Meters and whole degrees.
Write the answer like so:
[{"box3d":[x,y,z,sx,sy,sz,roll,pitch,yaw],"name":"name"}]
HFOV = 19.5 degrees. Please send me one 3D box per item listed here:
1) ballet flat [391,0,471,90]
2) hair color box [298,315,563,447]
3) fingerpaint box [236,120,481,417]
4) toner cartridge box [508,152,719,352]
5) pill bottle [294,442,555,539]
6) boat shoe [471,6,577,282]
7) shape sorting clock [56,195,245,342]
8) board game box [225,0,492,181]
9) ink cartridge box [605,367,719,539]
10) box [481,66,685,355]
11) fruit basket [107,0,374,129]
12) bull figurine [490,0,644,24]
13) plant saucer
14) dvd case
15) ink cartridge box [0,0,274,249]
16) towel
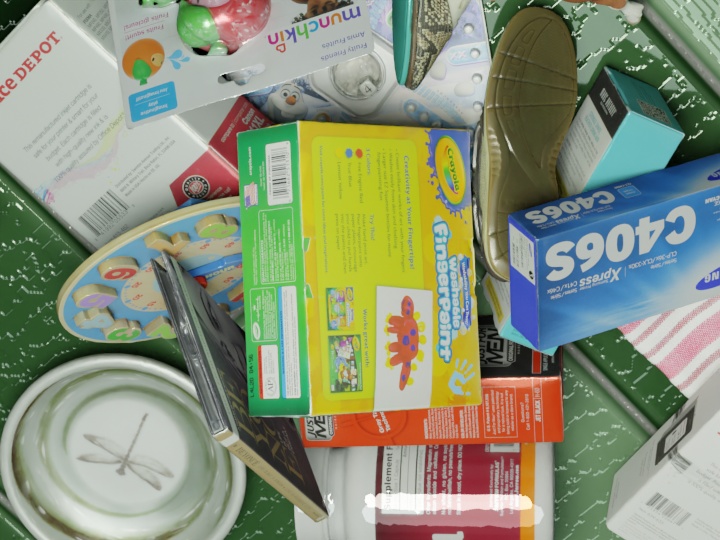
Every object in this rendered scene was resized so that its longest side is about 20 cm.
[{"box3d":[0.047,-0.228,1.476,0.075,0.068,0.201,-13,108,-6],"name":"ballet flat"},{"box3d":[0.055,0.084,1.609,0.199,0.102,0.061,-3,116,6],"name":"hair color box"},{"box3d":[0.000,0.000,1.479,0.073,0.167,0.201,-5,87,48],"name":"fingerpaint box"},{"box3d":[0.203,-0.017,1.495,0.200,0.043,0.095,-17,125,-19],"name":"toner cartridge box"},{"box3d":[0.052,0.177,1.643,0.199,0.113,0.113,0,113,7],"name":"pill bottle"},{"box3d":[0.111,-0.089,1.528,0.072,0.066,0.201,7,82,-20],"name":"boat shoe"},{"box3d":[-0.125,0.003,1.534,0.200,0.200,0.039,-31,71,17],"name":"shape sorting clock"},{"box3d":[-0.003,-0.146,1.559,0.199,0.026,0.201,-8,112,9],"name":"board game box"},{"box3d":[0.293,0.148,1.607,0.116,0.067,0.200,33,127,-8],"name":"ink cartridge box"},{"box3d":[0.161,-0.043,1.552,0.049,0.082,0.200,21,114,-18],"name":"box"},{"box3d":[-0.095,-0.213,1.453,0.185,0.200,0.094,-16,151,12],"name":"fruit basket"},{"box3d":[0.177,-0.221,1.457,0.121,0.200,0.065,11,77,-36],"name":"bull figurine"},{"box3d":[-0.188,0.150,1.689,0.199,0.050,0.201,2,114,4],"name":"plant saucer"},{"box3d":[-0.084,0.086,1.504,0.016,0.149,0.200,-27,150,8],"name":"dvd case"},{"box3d":[-0.180,-0.110,1.543,0.200,0.083,0.146,43,127,-12],"name":"ink cartridge box"},{"box3d":[0.309,0.058,1.613,0.200,0.030,0.146,43,111,-13],"name":"towel"}]
